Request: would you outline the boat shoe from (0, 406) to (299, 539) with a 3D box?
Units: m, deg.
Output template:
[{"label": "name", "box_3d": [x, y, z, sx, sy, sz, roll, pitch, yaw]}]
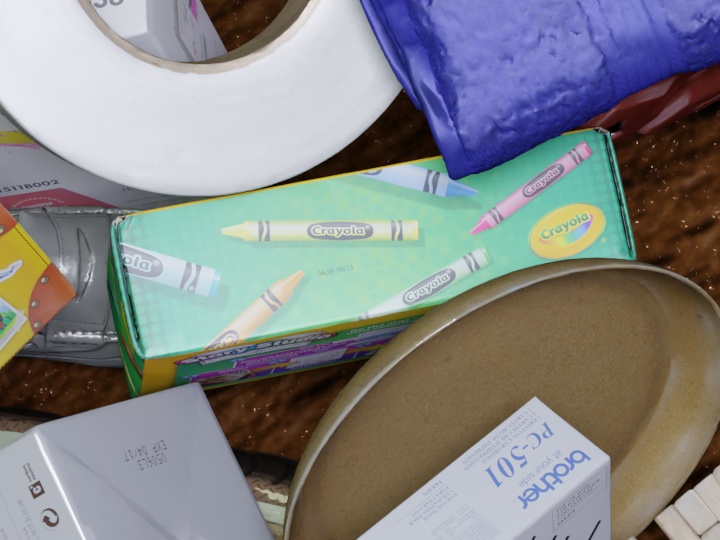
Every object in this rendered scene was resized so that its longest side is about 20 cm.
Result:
[{"label": "boat shoe", "box_3d": [-0.079, 0.111, 1.049, 0.199, 0.072, 0.077, 10, 92, 23]}]

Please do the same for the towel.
[{"label": "towel", "box_3d": [0.091, -0.139, 0.908, 0.199, 0.050, 0.149, -24, 97, 3]}]

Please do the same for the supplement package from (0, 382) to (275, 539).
[{"label": "supplement package", "box_3d": [-0.140, 0.147, 0.978, 0.199, 0.121, 0.120, -31, 82, 28]}]

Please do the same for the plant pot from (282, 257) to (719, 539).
[{"label": "plant pot", "box_3d": [0.055, 0.068, 0.968, 0.200, 0.200, 0.028, -37, 51, 1]}]

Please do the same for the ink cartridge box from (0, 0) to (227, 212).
[{"label": "ink cartridge box", "box_3d": [-0.127, -0.091, 1.023, 0.116, 0.200, 0.068, -9, 66, 9]}]

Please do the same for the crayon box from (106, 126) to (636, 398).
[{"label": "crayon box", "box_3d": [0.000, 0.000, 0.997, 0.198, 0.119, 0.059, -11, 80, -9]}]

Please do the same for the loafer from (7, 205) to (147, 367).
[{"label": "loafer", "box_3d": [-0.131, 0.006, 1.073, 0.198, 0.070, 0.071, -6, 77, 9]}]

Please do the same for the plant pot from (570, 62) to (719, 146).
[{"label": "plant pot", "box_3d": [0.108, -0.169, 1.012, 0.200, 0.201, 0.196, -30, 81, 3]}]

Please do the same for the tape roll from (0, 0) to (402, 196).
[{"label": "tape roll", "box_3d": [-0.065, -0.128, 0.931, 0.201, 0.037, 0.205, -2, 97, -15]}]

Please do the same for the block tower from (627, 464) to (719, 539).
[{"label": "block tower", "box_3d": [0.137, 0.124, 1.003, 0.200, 0.054, 0.058, -40, 74, 1]}]

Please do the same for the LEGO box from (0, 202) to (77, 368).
[{"label": "LEGO box", "box_3d": [-0.235, 0.025, 0.981, 0.200, 0.077, 0.149, -45, 46, -8]}]

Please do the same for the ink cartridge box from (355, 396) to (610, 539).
[{"label": "ink cartridge box", "box_3d": [0.010, 0.142, 0.914, 0.200, 0.094, 0.044, -37, 55, -22]}]
